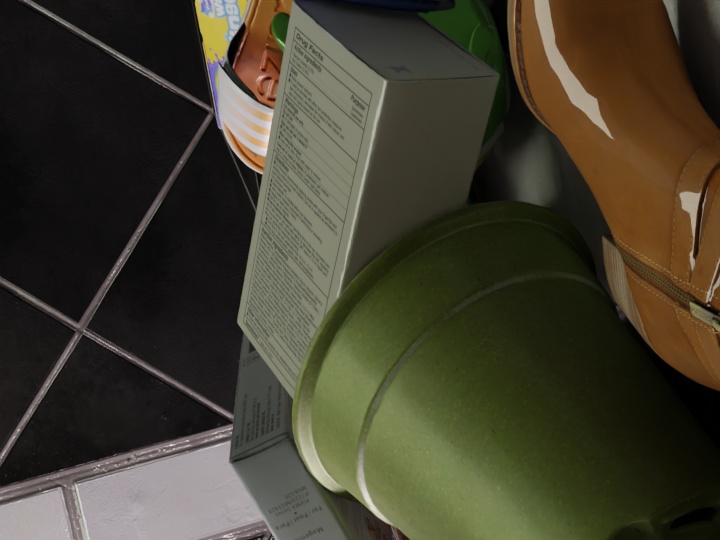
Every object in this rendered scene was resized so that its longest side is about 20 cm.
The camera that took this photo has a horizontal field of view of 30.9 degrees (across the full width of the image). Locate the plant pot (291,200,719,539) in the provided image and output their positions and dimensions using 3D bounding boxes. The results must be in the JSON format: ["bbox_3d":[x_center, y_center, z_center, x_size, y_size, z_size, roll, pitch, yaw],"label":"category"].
[{"bbox_3d":[0.096,0.098,0.658,0.190,0.199,0.202,46,152,44],"label":"plant pot"}]

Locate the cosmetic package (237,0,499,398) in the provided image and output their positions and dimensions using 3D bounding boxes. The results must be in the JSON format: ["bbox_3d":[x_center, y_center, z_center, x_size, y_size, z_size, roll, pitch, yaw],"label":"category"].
[{"bbox_3d":[-0.003,-0.032,0.700,0.104,0.072,0.202,48,133,44],"label":"cosmetic package"}]

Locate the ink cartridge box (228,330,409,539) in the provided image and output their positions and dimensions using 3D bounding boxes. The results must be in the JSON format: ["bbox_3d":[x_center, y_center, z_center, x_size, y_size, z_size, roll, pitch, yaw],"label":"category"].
[{"bbox_3d":[-0.021,0.135,0.834,0.175,0.043,0.200,62,-173,-19],"label":"ink cartridge box"}]

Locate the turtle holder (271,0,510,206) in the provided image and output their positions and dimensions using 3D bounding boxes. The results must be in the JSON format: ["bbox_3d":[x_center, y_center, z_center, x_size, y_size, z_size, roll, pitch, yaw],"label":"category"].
[{"bbox_3d":[0.040,-0.105,0.817,0.185,0.141,0.132,37,175,22],"label":"turtle holder"}]

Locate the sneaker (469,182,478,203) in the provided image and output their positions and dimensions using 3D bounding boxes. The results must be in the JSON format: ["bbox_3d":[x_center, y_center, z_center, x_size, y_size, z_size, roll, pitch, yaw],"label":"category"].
[{"bbox_3d":[0.059,-0.060,0.937,0.082,0.073,0.202,27,139,60],"label":"sneaker"}]

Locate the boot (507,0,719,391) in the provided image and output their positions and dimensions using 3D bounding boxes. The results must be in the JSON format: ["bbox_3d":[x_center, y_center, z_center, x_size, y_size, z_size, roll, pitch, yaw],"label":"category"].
[{"bbox_3d":[0.125,-0.041,0.510,0.155,0.076,0.202,-128,23,-71],"label":"boot"}]

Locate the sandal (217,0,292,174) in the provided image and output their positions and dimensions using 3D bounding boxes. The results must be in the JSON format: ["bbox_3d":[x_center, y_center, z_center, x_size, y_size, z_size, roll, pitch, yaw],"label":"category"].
[{"bbox_3d":[-0.062,-0.139,0.886,0.059,0.078,0.208,-66,-6,-47],"label":"sandal"}]

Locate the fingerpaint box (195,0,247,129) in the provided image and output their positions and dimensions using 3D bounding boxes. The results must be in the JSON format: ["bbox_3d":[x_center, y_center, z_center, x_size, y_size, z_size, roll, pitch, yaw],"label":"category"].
[{"bbox_3d":[-0.061,-0.237,1.063,0.167,0.073,0.202,-49,-38,-45],"label":"fingerpaint box"}]

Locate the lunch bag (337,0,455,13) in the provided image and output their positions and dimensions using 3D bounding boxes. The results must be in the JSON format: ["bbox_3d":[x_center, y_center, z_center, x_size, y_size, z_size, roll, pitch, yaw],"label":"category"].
[{"bbox_3d":[0.003,-0.203,0.665,0.136,0.198,0.134,-137,52,-76],"label":"lunch bag"}]
